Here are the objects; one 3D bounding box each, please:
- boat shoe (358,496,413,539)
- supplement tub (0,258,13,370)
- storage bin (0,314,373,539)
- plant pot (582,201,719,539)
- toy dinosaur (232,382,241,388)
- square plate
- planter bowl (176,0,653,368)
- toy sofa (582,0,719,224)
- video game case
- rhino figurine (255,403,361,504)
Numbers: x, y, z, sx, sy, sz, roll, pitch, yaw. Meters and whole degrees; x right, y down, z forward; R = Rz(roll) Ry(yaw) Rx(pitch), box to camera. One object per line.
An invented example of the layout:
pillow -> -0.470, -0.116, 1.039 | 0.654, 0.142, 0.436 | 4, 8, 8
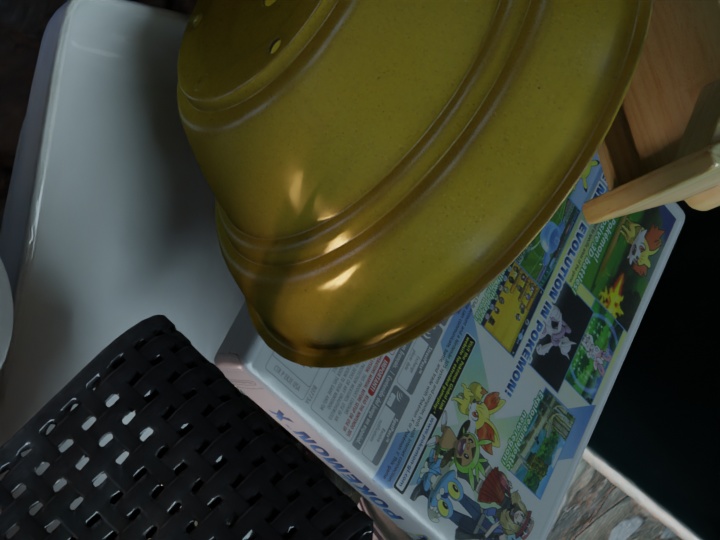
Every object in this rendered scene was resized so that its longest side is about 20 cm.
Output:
boat shoe -> 0.030, 0.075, 0.901 | 0.071, 0.200, 0.070 | -1, 126, -17
supplement tub -> -0.199, 0.063, 0.631 | 0.144, 0.145, 0.200 | -12, 147, -41
storage bin -> -0.096, 0.125, 0.617 | 0.200, 0.094, 0.135 | -45, 169, -11
plant pot -> 0.209, -0.002, 1.027 | 0.200, 0.196, 0.197 | -26, 146, -45
toy dinosaur -> 0.000, 0.000, 0.836 | 0.200, 0.060, 0.107 | 10, 94, -85
square plate -> -0.082, 0.000, 0.740 | 0.200, 0.028, 0.199 | -6, 110, -66
planter bowl -> -0.003, -0.074, 0.673 | 0.083, 0.200, 0.201 | 34, 102, -29
toy sofa -> 0.114, -0.124, 0.742 | 0.097, 0.201, 0.083 | -14, 174, -32
video game case -> 0.046, 0.005, 0.806 | 0.182, 0.022, 0.200 | 44, 61, -34
rhino figurine -> -0.026, 0.081, 0.858 | 0.060, 0.200, 0.088 | 8, 97, -12
